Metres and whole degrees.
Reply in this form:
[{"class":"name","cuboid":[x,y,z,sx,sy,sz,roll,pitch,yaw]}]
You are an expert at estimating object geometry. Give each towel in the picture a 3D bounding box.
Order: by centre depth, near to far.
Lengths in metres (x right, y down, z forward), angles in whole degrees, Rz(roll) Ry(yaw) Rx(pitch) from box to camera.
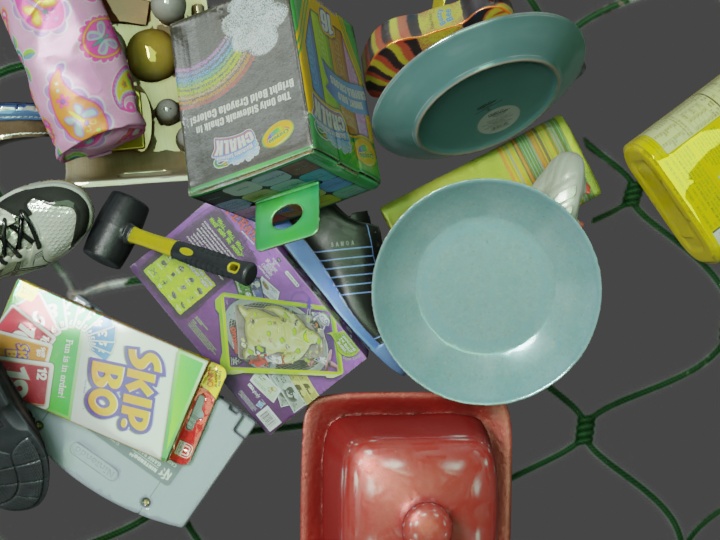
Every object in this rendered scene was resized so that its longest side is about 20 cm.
[{"class":"towel","cuboid":[0.123,-0.066,1.077,0.199,0.018,0.087,-27,90,-6]}]

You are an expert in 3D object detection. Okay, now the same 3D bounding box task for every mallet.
[{"class":"mallet","cuboid":[-0.166,-0.010,0.970,0.041,0.199,0.066,37,82,-49]}]

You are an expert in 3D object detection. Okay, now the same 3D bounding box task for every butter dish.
[{"class":"butter dish","cuboid":[0.049,0.213,1.004,0.198,0.148,0.201,1,90,-6]}]

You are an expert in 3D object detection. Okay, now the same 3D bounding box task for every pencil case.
[{"class":"pencil case","cuboid":[-0.250,-0.195,0.956,0.087,0.087,0.201,-23,90,-6]}]

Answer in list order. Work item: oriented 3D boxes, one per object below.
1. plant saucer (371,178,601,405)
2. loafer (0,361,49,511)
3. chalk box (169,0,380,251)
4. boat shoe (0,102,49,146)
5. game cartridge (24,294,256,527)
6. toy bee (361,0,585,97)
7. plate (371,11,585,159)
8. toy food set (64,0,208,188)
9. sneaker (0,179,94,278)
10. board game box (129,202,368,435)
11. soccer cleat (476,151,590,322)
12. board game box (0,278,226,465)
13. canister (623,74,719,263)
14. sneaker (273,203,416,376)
[{"class":"plant saucer","cuboid":[0.109,0.017,1.001,0.199,0.039,0.203,1,102,4]},{"class":"loafer","cuboid":[-0.306,0.122,0.963,0.071,0.063,0.201,-8,132,-1]},{"class":"chalk box","cuboid":[-0.068,-0.116,0.954,0.124,0.124,0.202,-16,74,24]},{"class":"boat shoe","cuboid":[-0.359,-0.103,0.996,0.198,0.072,0.073,-8,98,4]},{"class":"game cartridge","cuboid":[-0.211,0.132,1.021,0.199,0.042,0.134,36,91,0]},{"class":"toy bee","cuboid":[0.096,-0.221,1.026,0.199,0.109,0.131,-22,49,-14]},{"class":"plate","cuboid":[0.107,-0.148,0.987,0.199,0.200,0.026,-19,66,-6]},{"class":"toy food set","cuboid":[-0.201,-0.177,1.014,0.142,0.060,0.202,-5,91,-7]},{"class":"sneaker","cuboid":[-0.323,-0.013,0.976,0.199,0.088,0.076,-22,109,1]},{"class":"board game box","cuboid":[-0.100,0.036,1.030,0.120,0.032,0.200,-37,95,15]},{"class":"soccer cleat","cuboid":[0.143,-0.019,1.039,0.077,0.069,0.201,20,102,-15]},{"class":"board game box","cuboid":[-0.224,0.090,0.993,0.199,0.030,0.096,23,87,-3]},{"class":"canister","cuboid":[0.366,-0.119,1.071,0.199,0.087,0.149,-36,94,-4]},{"class":"sneaker","cuboid":[0.000,0.000,1.035,0.078,0.070,0.200,-39,93,2]}]
